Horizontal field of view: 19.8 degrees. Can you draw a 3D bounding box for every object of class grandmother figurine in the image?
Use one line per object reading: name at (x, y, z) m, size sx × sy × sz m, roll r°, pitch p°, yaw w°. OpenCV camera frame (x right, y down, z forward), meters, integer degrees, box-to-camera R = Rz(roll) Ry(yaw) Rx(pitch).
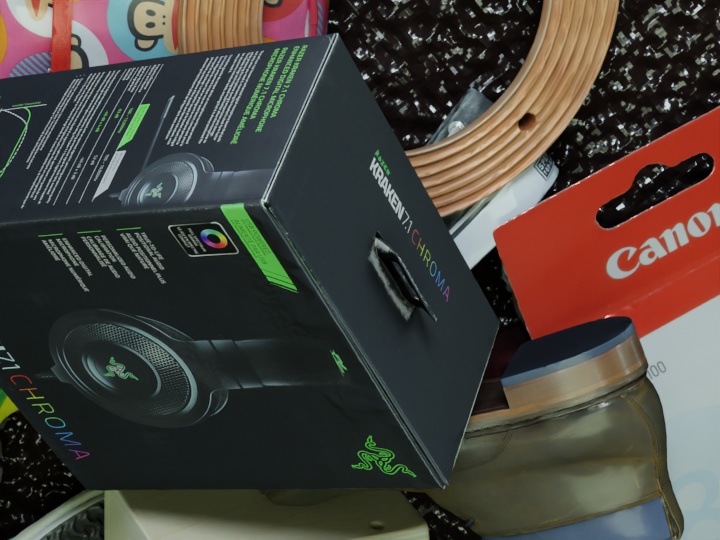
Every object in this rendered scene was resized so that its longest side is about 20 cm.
grandmother figurine at (0.099, 0.068, 0.988) m, size 0.120 × 0.061 × 0.202 m, roll -9°, pitch 115°, yaw -4°

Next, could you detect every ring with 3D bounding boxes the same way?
ring at (0.018, -0.112, 0.867) m, size 0.199 × 0.019 × 0.202 m, roll -10°, pitch 118°, yaw -19°

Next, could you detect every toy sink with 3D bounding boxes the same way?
toy sink at (-0.047, 0.198, 0.993) m, size 0.129 × 0.112 × 0.202 m, roll -6°, pitch 115°, yaw -23°

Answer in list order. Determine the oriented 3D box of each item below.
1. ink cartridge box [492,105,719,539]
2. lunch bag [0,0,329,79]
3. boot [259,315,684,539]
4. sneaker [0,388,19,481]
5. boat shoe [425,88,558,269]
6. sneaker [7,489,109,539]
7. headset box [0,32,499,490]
ink cartridge box at (0.166, 0.034, 0.940) m, size 0.159 × 0.047 × 0.201 m, roll -27°, pitch 118°, yaw -7°
lunch bag at (-0.098, -0.135, 0.901) m, size 0.174 × 0.082 × 0.202 m, roll 6°, pitch 111°, yaw 4°
boot at (0.046, 0.097, 0.910) m, size 0.199 × 0.075 × 0.098 m, roll -20°, pitch 99°, yaw 27°
sneaker at (-0.214, 0.070, 0.974) m, size 0.085 × 0.078 × 0.201 m, roll 6°, pitch 115°, yaw -49°
boat shoe at (0.000, 0.001, 0.954) m, size 0.068 × 0.074 × 0.199 m, roll 43°, pitch 106°, yaw -9°
sneaker at (-0.181, 0.156, 1.027) m, size 0.199 × 0.093 × 0.071 m, roll -39°, pitch 126°, yaw -12°
headset box at (-0.058, 0.004, 0.844) m, size 0.198 × 0.093 × 0.175 m, roll -3°, pitch 137°, yaw 30°
